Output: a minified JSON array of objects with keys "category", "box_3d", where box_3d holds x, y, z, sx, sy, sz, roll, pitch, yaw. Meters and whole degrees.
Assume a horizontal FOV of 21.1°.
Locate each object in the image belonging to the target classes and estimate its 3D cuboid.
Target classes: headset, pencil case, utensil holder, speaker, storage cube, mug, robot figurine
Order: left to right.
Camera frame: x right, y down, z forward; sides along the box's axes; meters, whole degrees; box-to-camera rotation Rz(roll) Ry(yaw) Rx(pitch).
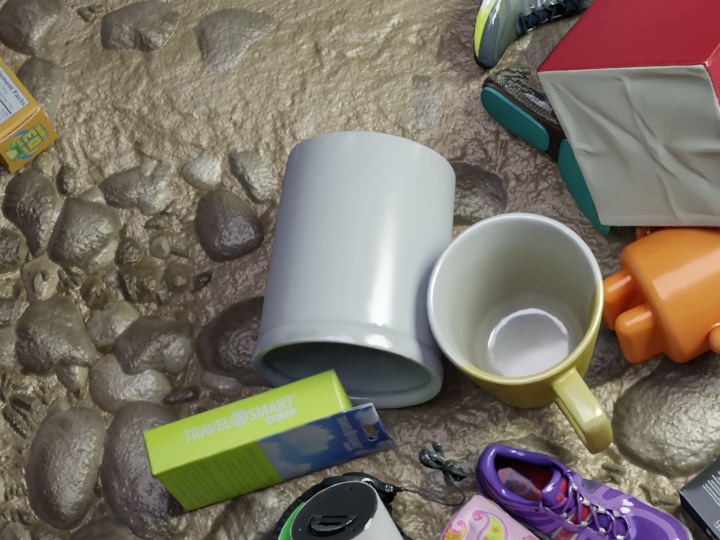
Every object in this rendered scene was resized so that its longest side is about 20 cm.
[{"category":"utensil holder","box_3d":[0.000,0.000,1.711,0.168,0.170,0.202,3,68,12]},{"category":"headset","box_3d":[0.003,0.220,1.657,0.199,0.094,0.124,-33,56,12]},{"category":"speaker","box_3d":[0.018,0.269,1.580,0.081,0.201,0.081,-21,30,13]},{"category":"mug","box_3d":[0.140,0.065,1.663,0.148,0.153,0.188,-3,69,10]},{"category":"pencil case","box_3d":[0.156,0.272,1.619,0.199,0.088,0.088,32,78,19]},{"category":"storage cube","box_3d":[0.288,-0.157,1.652,0.199,0.172,0.180,4,41,42]},{"category":"robot figurine","box_3d":[0.305,0.005,1.675,0.199,0.144,0.117,-28,106,0]}]

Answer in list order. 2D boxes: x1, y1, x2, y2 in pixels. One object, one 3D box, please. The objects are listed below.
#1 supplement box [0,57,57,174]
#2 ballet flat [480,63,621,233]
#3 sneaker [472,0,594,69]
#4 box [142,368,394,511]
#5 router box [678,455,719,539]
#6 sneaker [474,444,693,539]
[{"category":"supplement box","box_3d":[-0.384,-0.193,1.917,0.069,0.067,0.200,-35,67,-7]},{"category":"ballet flat","box_3d":[0.195,-0.123,1.779,0.075,0.068,0.200,-32,63,-19]},{"category":"sneaker","box_3d":[0.180,-0.266,1.831,0.081,0.074,0.200,37,82,18]},{"category":"box","box_3d":[-0.078,0.148,1.692,0.198,0.122,0.048,-18,65,4]},{"category":"router box","box_3d":[0.388,0.215,1.610,0.157,0.052,0.200,-37,67,-4]},{"category":"sneaker","box_3d":[0.184,0.207,1.638,0.199,0.084,0.081,21,75,17]}]
